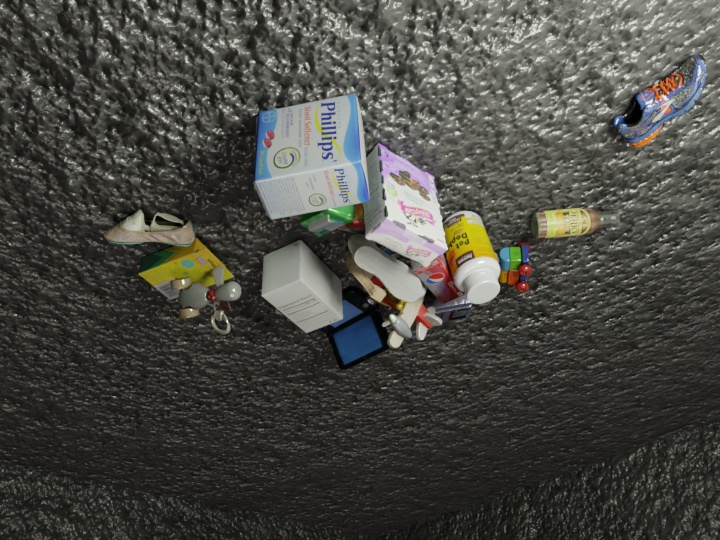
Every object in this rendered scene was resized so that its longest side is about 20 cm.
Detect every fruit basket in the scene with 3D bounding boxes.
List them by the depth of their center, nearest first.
[{"bbox_3d":[-0.027,-0.117,1.269,0.197,0.097,0.183,19,155,-38],"label":"fruit basket"}]

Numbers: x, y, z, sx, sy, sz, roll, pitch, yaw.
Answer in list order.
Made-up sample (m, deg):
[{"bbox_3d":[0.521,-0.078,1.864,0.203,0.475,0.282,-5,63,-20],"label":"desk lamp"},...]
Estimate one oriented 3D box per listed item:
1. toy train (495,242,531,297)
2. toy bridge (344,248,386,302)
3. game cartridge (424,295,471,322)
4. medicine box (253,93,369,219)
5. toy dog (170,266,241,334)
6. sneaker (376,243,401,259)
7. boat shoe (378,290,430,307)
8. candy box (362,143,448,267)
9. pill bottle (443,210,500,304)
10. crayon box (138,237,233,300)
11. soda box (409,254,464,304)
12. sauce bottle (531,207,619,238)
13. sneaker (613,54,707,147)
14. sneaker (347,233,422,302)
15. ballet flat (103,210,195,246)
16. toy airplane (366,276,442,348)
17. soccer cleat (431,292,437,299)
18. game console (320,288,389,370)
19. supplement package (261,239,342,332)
[{"bbox_3d":[0.376,0.015,1.516,0.112,0.087,0.202,1,144,10],"label":"toy train"},{"bbox_3d":[0.000,0.000,1.360,0.066,0.201,0.027,32,106,-33],"label":"toy bridge"},{"bbox_3d":[0.233,0.111,1.600,0.125,0.040,0.201,-5,162,1],"label":"game cartridge"},{"bbox_3d":[-0.088,-0.212,1.084,0.194,0.186,0.104,-10,144,7],"label":"medicine box"},{"bbox_3d":[-0.354,0.057,1.387,0.195,0.096,0.136,15,108,22],"label":"toy dog"},{"bbox_3d":[0.096,-0.078,1.362,0.198,0.077,0.076,-32,136,32],"label":"sneaker"},{"bbox_3d":[0.102,0.055,1.546,0.196,0.073,0.068,17,133,-35],"label":"boat shoe"},{"bbox_3d":[0.085,-0.132,1.191,0.165,0.205,0.071,23,136,-32],"label":"candy box"},{"bbox_3d":[0.251,-0.029,1.333,0.106,0.204,0.111,-7,141,-6],"label":"pill bottle"},{"bbox_3d":[-0.418,-0.006,1.424,0.195,0.052,0.128,-17,141,16],"label":"crayon box"},{"bbox_3d":[0.176,0.001,1.361,0.062,0.072,0.200,-23,146,18],"label":"soda box"},{"bbox_3d":[0.503,-0.115,1.371,0.193,0.066,0.066,-7,143,0],"label":"sauce bottle"},{"bbox_3d":[0.564,-0.319,1.108,0.076,0.077,0.201,15,137,-19],"label":"sneaker"},{"bbox_3d":[0.055,-0.014,1.336,0.199,0.116,0.074,38,99,-25],"label":"sneaker"},{"bbox_3d":[-0.468,-0.098,1.303,0.194,0.069,0.069,1,124,-16],"label":"ballet flat"},{"bbox_3d":[0.124,0.074,1.425,0.194,0.206,0.141,-7,161,-28],"label":"toy airplane"},{"bbox_3d":[0.225,0.009,1.514,0.076,0.067,0.201,41,145,4],"label":"soccer cleat"},{"bbox_3d":[-0.038,0.167,1.630,0.197,0.121,0.169,-30,136,29],"label":"game console"},{"bbox_3d":[-0.142,0.043,1.456,0.117,0.124,0.200,-20,140,21],"label":"supplement package"}]
